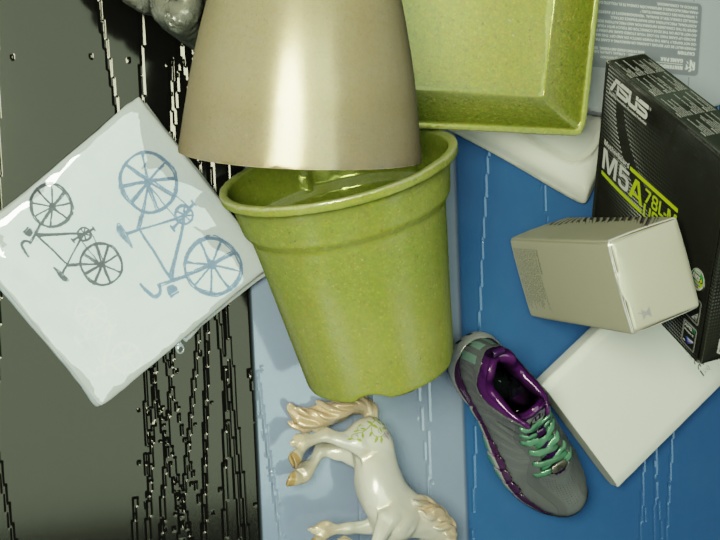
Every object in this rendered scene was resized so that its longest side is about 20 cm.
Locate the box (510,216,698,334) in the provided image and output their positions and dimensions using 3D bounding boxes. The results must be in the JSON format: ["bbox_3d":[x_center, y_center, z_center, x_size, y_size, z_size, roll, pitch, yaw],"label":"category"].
[{"bbox_3d":[0.206,0.000,1.068,0.068,0.200,0.083,-19,99,-15],"label":"box"}]

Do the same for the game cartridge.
[{"bbox_3d":[0.243,-0.206,1.125,0.197,0.040,0.135,3,89,-17],"label":"game cartridge"}]

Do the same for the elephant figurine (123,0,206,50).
[{"bbox_3d":[-0.113,-0.285,0.983,0.141,0.155,0.201,33,93,6],"label":"elephant figurine"}]

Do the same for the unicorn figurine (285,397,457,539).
[{"bbox_3d":[0.012,0.202,1.085,0.136,0.074,0.202,-15,92,-26],"label":"unicorn figurine"}]

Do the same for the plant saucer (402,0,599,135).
[{"bbox_3d":[0.099,-0.220,1.030,0.197,0.048,0.202,1,104,-15],"label":"plant saucer"}]

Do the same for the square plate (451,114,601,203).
[{"bbox_3d":[0.171,-0.194,1.136,0.198,0.028,0.200,26,86,-17],"label":"square plate"}]

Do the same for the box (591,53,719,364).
[{"bbox_3d":[0.266,-0.056,1.052,0.047,0.201,0.195,-14,127,-14],"label":"box"}]

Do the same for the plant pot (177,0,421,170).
[{"bbox_3d":[-0.040,-0.186,0.915,0.185,0.187,0.203,0,102,-17],"label":"plant pot"}]

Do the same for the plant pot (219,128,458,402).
[{"bbox_3d":[0.000,0.000,1.024,0.198,0.200,0.186,-18,109,-15],"label":"plant pot"}]

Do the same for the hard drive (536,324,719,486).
[{"bbox_3d":[0.277,0.091,1.187,0.200,0.027,0.132,-42,104,-11],"label":"hard drive"}]

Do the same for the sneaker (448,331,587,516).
[{"bbox_3d":[0.151,0.149,1.112,0.074,0.087,0.201,-38,103,-11],"label":"sneaker"}]

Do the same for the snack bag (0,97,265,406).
[{"bbox_3d":[-0.202,-0.011,1.036,0.200,0.021,0.189,-41,103,-11],"label":"snack bag"}]
